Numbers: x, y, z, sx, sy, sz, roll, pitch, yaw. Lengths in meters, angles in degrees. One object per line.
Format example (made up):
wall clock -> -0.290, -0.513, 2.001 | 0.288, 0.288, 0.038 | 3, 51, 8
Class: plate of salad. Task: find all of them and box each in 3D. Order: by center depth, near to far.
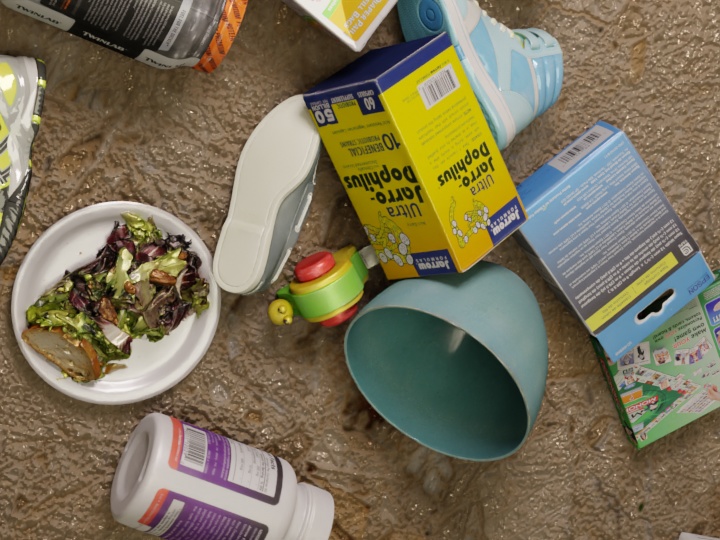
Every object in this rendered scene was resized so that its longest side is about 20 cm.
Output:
plate of salad -> -0.227, 0.034, 1.625 | 0.200, 0.048, 0.200 | -4, 104, -16

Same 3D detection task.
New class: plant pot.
plant pot -> 0.104, 0.068, 1.676 | 0.200, 0.200, 0.135 | 55, 51, -21

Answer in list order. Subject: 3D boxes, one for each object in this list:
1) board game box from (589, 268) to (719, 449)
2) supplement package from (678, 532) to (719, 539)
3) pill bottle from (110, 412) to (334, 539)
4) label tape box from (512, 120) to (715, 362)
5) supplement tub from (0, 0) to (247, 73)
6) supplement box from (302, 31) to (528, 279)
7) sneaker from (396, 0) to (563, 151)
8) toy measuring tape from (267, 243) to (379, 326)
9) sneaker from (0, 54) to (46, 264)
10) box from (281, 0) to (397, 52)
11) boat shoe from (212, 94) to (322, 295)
board game box -> 0.355, 0.086, 1.826 | 0.200, 0.029, 0.135 | -26, 111, -9
supplement package -> 0.415, 0.372, 1.827 | 0.114, 0.200, 0.110 | 13, 100, -19
pill bottle -> -0.131, 0.221, 1.668 | 0.200, 0.111, 0.112 | 23, 96, -21
label tape box -> 0.249, -0.029, 1.746 | 0.143, 0.066, 0.200 | -39, 114, -4
supplement tub -> -0.207, -0.254, 1.516 | 0.200, 0.123, 0.123 | 22, 97, -20
supplement box -> 0.053, -0.105, 1.615 | 0.110, 0.109, 0.200 | -38, 110, -36
sneaker -> 0.121, -0.224, 1.650 | 0.131, 0.080, 0.200 | -33, 104, -31
toy measuring tape -> 0.000, 0.000, 1.673 | 0.200, 0.074, 0.074 | -29, 110, -8
sneaker -> -0.334, -0.097, 1.552 | 0.076, 0.075, 0.200 | 9, 91, -12
box -> -0.055, -0.304, 1.560 | 0.200, 0.101, 0.113 | 38, 91, -22
boat shoe -> -0.081, -0.070, 1.647 | 0.062, 0.073, 0.200 | 20, 91, -64
